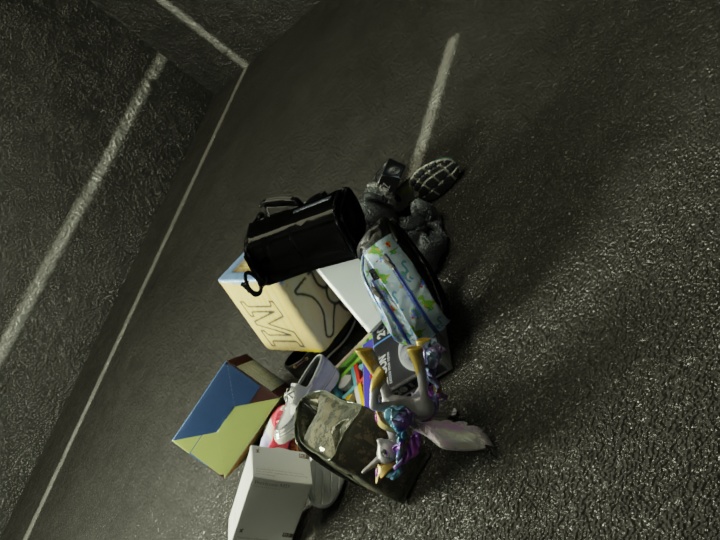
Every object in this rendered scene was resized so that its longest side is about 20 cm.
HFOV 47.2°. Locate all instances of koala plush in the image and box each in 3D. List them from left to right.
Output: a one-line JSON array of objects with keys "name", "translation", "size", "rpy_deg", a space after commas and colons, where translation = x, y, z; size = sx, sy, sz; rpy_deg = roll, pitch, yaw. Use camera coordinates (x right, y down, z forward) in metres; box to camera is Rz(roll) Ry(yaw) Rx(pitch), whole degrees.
[{"name": "koala plush", "translation": [0.055, -0.076, 1.636], "size": [0.178, 0.199, 0.184], "rpy_deg": [-48, 27, 15]}]

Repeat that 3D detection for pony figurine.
[{"name": "pony figurine", "translation": [0.085, 0.209, 1.241], "size": [0.166, 0.191, 0.202], "rpy_deg": [-169, 73, -69]}]

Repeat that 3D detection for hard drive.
[{"name": "hard drive", "translation": [0.000, 0.000, 1.560], "size": [0.132, 0.026, 0.200], "rpy_deg": [-46, 72, 16]}]

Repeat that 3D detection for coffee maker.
[{"name": "coffee maker", "translation": [-0.098, -0.048, 1.497], "size": [0.199, 0.135, 0.193], "rpy_deg": [-17, 52, 23]}]

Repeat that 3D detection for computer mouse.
[{"name": "computer mouse", "translation": [-0.152, -0.109, 1.733], "size": [0.199, 0.034, 0.059], "rpy_deg": [-30, 9, -7]}]

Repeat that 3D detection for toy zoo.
[{"name": "toy zoo", "translation": [0.000, 0.222, 1.591], "size": [0.131, 0.020, 0.201], "rpy_deg": [-47, 28, 18]}]

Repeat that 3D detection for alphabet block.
[{"name": "alphabet block", "translation": [-0.136, 0.033, 1.725], "size": [0.195, 0.201, 0.196], "rpy_deg": [-1, 40, 46]}]

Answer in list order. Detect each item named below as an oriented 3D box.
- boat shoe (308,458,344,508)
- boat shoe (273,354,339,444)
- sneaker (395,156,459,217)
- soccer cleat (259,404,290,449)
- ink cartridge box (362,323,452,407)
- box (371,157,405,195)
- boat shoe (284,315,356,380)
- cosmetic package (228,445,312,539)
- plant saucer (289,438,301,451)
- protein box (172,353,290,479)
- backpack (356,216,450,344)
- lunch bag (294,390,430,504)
[{"name": "boat shoe", "translation": [-0.065, 0.347, 1.519], "size": [0.071, 0.071, 0.201], "rpy_deg": [117, 164, -50]}, {"name": "boat shoe", "translation": [-0.113, 0.245, 1.597], "size": [0.072, 0.069, 0.200], "rpy_deg": [-12, 31, 53]}, {"name": "sneaker", "translation": [0.133, -0.194, 1.788], "size": [0.199, 0.077, 0.080], "rpy_deg": [-31, 26, 41]}, {"name": "soccer cleat", "translation": [-0.176, 0.357, 1.616], "size": [0.076, 0.066, 0.201], "rpy_deg": [-42, 24, 58]}, {"name": "ink cartridge box", "translation": [0.070, 0.148, 1.505], "size": [0.199, 0.043, 0.199], "rpy_deg": [-35, 32, 23]}, {"name": "box", "translation": [0.035, -0.151, 1.831], "size": [0.200, 0.043, 0.161], "rpy_deg": [147, 145, -81]}, {"name": "boat shoe", "translation": [-0.081, 0.147, 1.765], "size": [0.202, 0.063, 0.074], "rpy_deg": [-49, 23, -1]}, {"name": "cosmetic package", "translation": [-0.164, 0.413, 1.470], "size": [0.081, 0.112, 0.201], "rpy_deg": [-102, 25, -55]}, {"name": "plant saucer", "translation": [-0.174, 0.419, 1.643], "size": [0.200, 0.037, 0.201], "rpy_deg": [-39, 31, 29]}, {"name": "protein box", "translation": [-0.262, 0.298, 1.730], "size": [0.199, 0.134, 0.200], "rpy_deg": [-56, -4, 0]}, {"name": "backpack", "translation": [0.076, 0.029, 1.426], "size": [0.154, 0.200, 0.163], "rpy_deg": [-46, -15, -2]}, {"name": "lunch bag", "translation": [-0.013, 0.286, 1.374], "size": [0.118, 0.164, 0.200], "rpy_deg": [-58, 25, -13]}]
